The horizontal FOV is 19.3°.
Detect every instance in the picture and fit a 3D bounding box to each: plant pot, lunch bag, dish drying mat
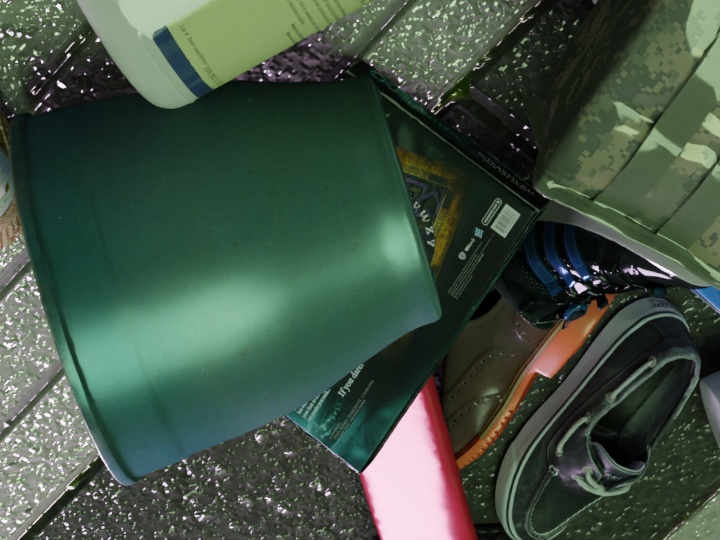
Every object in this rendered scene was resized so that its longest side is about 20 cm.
[{"bbox_3d":[-0.062,-0.011,1.105,0.187,0.201,0.201,-17,131,0],"label":"plant pot"},{"bbox_3d":[0.207,-0.077,1.063,0.199,0.118,0.164,27,117,-14],"label":"lunch bag"},{"bbox_3d":[0.028,0.114,1.319,0.018,0.076,0.201,-45,131,-40],"label":"dish drying mat"}]

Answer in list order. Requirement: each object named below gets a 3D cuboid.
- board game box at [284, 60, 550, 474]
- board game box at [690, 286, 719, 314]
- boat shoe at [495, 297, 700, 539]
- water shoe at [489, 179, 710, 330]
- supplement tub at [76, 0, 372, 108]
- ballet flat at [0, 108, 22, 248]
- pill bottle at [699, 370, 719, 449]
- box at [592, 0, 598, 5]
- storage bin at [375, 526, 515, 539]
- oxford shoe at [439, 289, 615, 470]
[{"bbox_3d":[0.000,0.000,1.207,0.135,0.028,0.201,37,116,8],"label":"board game box"},{"bbox_3d":[0.288,-0.075,1.215,0.195,0.056,0.201,-15,141,-53],"label":"board game box"},{"bbox_3d":[0.156,0.113,1.373,0.071,0.068,0.201,19,119,-30],"label":"boat shoe"},{"bbox_3d":[0.126,-0.001,1.190,0.071,0.199,0.080,10,96,-39],"label":"water shoe"},{"bbox_3d":[-0.045,-0.184,1.020,0.199,0.145,0.145,-28,131,4],"label":"supplement tub"},{"bbox_3d":[-0.216,-0.074,1.101,0.070,0.065,0.201,-19,131,-4],"label":"ballet flat"},{"bbox_3d":[0.327,0.073,1.371,0.199,0.113,0.113,-22,131,-1],"label":"pill bottle"},{"bbox_3d":[0.208,-0.204,1.125,0.198,0.095,0.078,-10,130,-9],"label":"box"},{"bbox_3d":[0.060,0.280,1.457,0.134,0.094,0.201,0,126,-19],"label":"storage bin"},{"bbox_3d":[0.077,0.056,1.317,0.072,0.071,0.200,38,121,-1],"label":"oxford shoe"}]
